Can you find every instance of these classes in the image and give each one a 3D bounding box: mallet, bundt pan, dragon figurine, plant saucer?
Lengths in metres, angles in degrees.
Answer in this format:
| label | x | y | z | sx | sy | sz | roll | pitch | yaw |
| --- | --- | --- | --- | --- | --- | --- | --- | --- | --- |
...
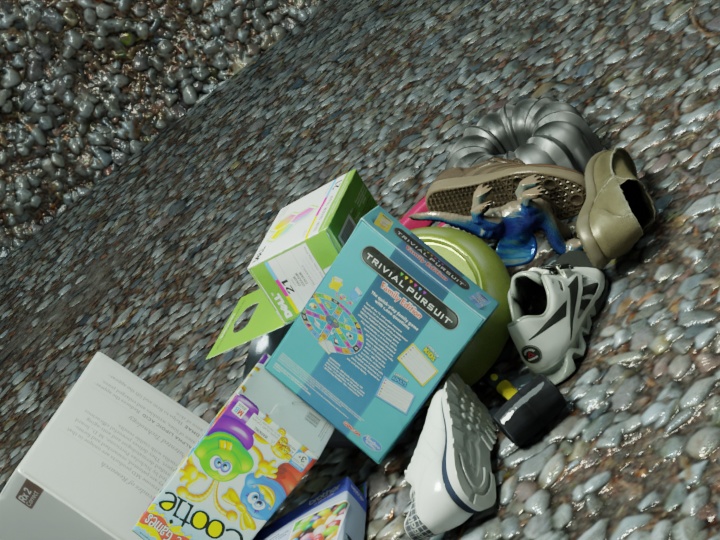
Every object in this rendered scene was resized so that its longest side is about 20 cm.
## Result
| label | x | y | z | sx | sy | sz | roll | pitch | yaw |
| --- | --- | --- | --- | --- | --- | --- | --- | --- | --- |
| mallet | 0.149 | 0.109 | 1.558 | 0.066 | 0.041 | 0.200 | -38 | 15 | 5 |
| bundt pan | 0.186 | -0.135 | 1.910 | 0.200 | 0.076 | 0.203 | -23 | 30 | 14 |
| dragon figurine | 0.156 | -0.039 | 1.712 | 0.197 | 0.100 | 0.059 | -14 | 26 | 2 |
| plant saucer | 0.057 | 0.039 | 1.630 | 0.197 | 0.031 | 0.202 | -10 | 61 | 18 |

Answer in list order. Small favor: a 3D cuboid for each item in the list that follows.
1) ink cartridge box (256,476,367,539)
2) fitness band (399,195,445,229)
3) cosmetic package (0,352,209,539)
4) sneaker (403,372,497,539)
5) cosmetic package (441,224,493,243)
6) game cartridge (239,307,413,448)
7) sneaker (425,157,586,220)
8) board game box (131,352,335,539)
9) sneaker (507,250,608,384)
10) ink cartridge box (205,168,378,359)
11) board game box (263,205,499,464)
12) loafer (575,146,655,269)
| label | x | y | z | sx | sy | sz | roll | pitch | yaw |
| --- | --- | --- | --- | --- | --- | --- | --- | --- | --- |
| ink cartridge box | -0.052 | 0.274 | 1.537 | 0.119 | 0.042 | 0.200 | -33 | 18 | 18 |
| fitness band | 0.091 | -0.052 | 2.020 | 0.200 | 0.038 | 0.143 | -44 | 17 | -17 |
| cosmetic package | -0.293 | 0.239 | 1.783 | 0.165 | 0.164 | 0.201 | -53 | 5 | 43 |
| sneaker | 0.077 | 0.169 | 1.499 | 0.080 | 0.076 | 0.201 | -41 | 14 | 23 |
| cosmetic package | 0.104 | 0.022 | 1.768 | 0.105 | 0.071 | 0.200 | -33 | 20 | 12 |
| game cartridge | -0.032 | 0.115 | 1.675 | 0.198 | 0.042 | 0.135 | 6 | 69 | 24 |
| sneaker | 0.169 | -0.101 | 1.783 | 0.198 | 0.071 | 0.076 | -1 | 38 | 28 |
| board game box | -0.124 | 0.202 | 1.612 | 0.201 | 0.103 | 0.105 | -52 | 2 | 23 |
| sneaker | 0.191 | 0.021 | 1.598 | 0.074 | 0.089 | 0.201 | -28 | 20 | 29 |
| ink cartridge box | -0.081 | -0.005 | 1.666 | 0.198 | 0.076 | 0.148 | -26 | 19 | 23 |
| board game box | 0.018 | 0.064 | 1.549 | 0.201 | 0.151 | 0.047 | -55 | -8 | 29 |
| loafer | 0.273 | -0.069 | 1.678 | 0.067 | 0.077 | 0.201 | -19 | 27 | 25 |
